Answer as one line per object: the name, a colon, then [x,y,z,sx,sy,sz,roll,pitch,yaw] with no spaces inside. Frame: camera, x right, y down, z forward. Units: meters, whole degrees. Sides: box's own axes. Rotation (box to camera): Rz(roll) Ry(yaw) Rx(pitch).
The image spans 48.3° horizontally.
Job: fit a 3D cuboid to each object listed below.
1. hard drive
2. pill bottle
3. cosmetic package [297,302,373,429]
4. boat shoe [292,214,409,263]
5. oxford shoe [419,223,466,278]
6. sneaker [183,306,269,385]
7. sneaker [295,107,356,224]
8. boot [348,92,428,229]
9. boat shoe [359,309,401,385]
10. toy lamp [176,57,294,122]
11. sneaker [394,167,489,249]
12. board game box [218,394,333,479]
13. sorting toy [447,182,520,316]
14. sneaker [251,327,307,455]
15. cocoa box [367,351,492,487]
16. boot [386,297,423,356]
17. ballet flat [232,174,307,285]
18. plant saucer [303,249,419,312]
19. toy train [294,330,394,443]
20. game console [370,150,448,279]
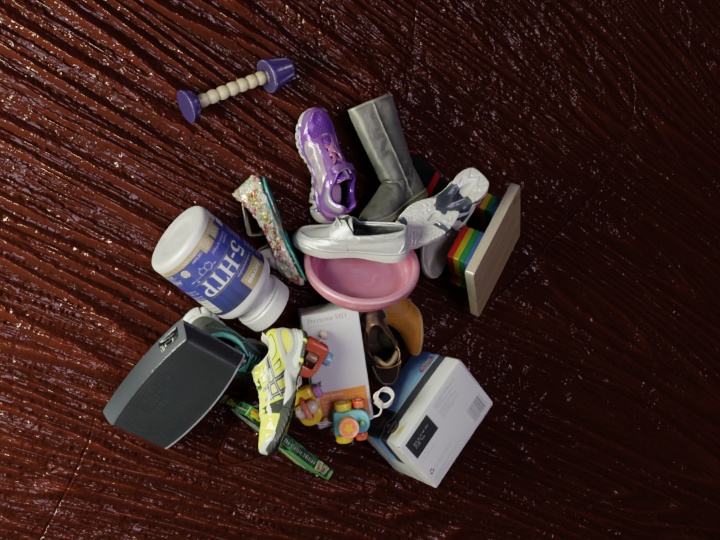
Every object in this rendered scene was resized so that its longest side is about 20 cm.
hard drive: [-0.278,0.178,1.206,0.135,0.042,0.200,34,106,-31]
pill bottle: [-0.211,0.004,1.251,0.200,0.119,0.120,40,71,-30]
cosmetic package: [-0.043,0.160,1.387,0.100,0.071,0.202,-10,99,-7]
boat shoe: [-0.016,-0.059,1.336,0.072,0.198,0.069,-64,160,-50]
oxford shoe: [0.169,-0.080,1.523,0.075,0.058,0.201,33,77,-38]
sneaker: [-0.197,0.139,1.281,0.199,0.091,0.078,34,90,-31]
sneaker: [-0.050,-0.180,1.370,0.080,0.088,0.202,-17,102,-31]
boot: [0.029,-0.191,1.403,0.182,0.072,0.201,-37,114,-41]
boat shoe: [0.037,0.146,1.426,0.071,0.072,0.201,-14,130,-4]
toy lamp: [-0.193,-0.293,1.282,0.199,0.058,0.059,-29,109,-27]
sneaker: [0.137,-0.091,1.432,0.199,0.130,0.079,-44,78,-12]
board game box: [-0.139,0.276,1.329,0.200,0.104,0.024,45,66,-29]
sorting toy: [0.234,-0.044,1.541,0.201,0.069,0.199,-61,159,-18]
sneaker: [-0.136,0.185,1.250,0.076,0.076,0.202,12,67,-3]
cocoa box: [0.120,0.270,1.492,0.200,0.131,0.134,-51,119,-21]
boot: [0.034,0.075,1.467,0.143,0.071,0.203,-15,104,-24]
ballet flat: [-0.152,-0.060,1.330,0.063,0.076,0.201,-22,103,1]
plant saucer: [0.000,0.000,1.372,0.199,0.200,0.051,-23,142,-31]
toy train: [-0.045,0.202,1.328,0.199,0.056,0.151,34,95,-9]
game console: [0.094,-0.107,1.515,0.177,0.031,0.201,38,72,-35]
